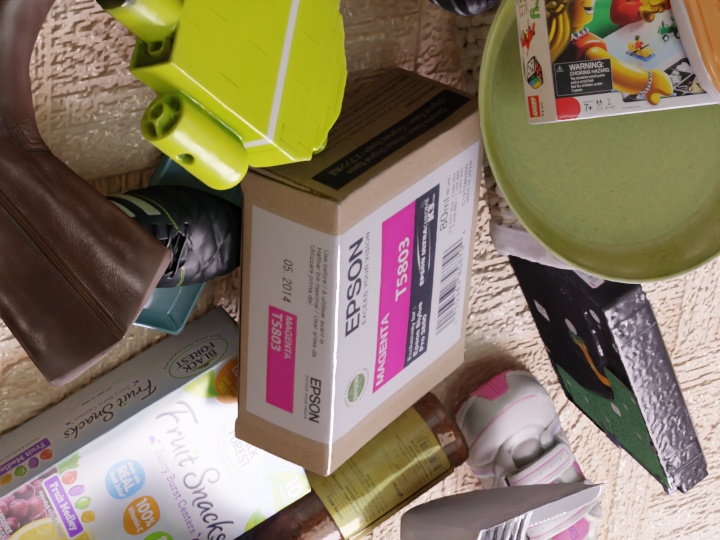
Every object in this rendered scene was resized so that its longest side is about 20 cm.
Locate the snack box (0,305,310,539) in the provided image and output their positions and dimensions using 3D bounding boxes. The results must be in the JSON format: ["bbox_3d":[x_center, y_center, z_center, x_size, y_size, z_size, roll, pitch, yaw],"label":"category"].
[{"bbox_3d":[-0.142,0.133,1.553,0.199,0.053,0.143,-31,133,-15],"label":"snack box"}]

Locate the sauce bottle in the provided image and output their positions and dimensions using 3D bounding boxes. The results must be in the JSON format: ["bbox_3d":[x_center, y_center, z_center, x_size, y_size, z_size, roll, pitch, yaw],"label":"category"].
[{"bbox_3d":[-0.022,0.156,1.645,0.200,0.066,0.066,-33,133,-12],"label":"sauce bottle"}]

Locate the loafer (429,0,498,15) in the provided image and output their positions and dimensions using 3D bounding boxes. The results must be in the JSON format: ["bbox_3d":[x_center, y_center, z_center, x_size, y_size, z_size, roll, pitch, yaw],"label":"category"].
[{"bbox_3d":[0.049,-0.231,1.309,0.070,0.068,0.201,-41,136,-28],"label":"loafer"}]

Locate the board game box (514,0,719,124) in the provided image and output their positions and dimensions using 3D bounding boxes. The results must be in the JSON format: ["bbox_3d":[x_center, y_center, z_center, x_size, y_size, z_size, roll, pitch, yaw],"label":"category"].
[{"bbox_3d":[0.177,-0.152,1.335,0.199,0.035,0.127,-8,94,-25],"label":"board game box"}]

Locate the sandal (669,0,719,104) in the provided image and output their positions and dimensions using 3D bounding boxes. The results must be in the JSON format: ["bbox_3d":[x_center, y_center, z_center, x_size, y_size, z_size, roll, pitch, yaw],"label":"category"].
[{"bbox_3d":[0.191,-0.185,1.289,0.079,0.059,0.208,-27,100,-24],"label":"sandal"}]

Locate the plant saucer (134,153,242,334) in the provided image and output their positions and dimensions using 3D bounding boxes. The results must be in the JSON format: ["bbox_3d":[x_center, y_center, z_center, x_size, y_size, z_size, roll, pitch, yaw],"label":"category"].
[{"bbox_3d":[-0.096,-0.055,1.483,0.070,0.019,0.201,15,111,-40],"label":"plant saucer"}]

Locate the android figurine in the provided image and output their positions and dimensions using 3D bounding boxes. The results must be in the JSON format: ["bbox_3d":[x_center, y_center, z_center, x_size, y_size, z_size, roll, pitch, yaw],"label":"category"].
[{"bbox_3d":[-0.070,-0.135,1.363,0.200,0.041,0.183,36,55,-48],"label":"android figurine"}]

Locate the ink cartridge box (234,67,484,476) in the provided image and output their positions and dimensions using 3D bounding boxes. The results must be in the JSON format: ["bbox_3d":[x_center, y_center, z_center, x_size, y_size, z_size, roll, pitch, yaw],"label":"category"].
[{"bbox_3d":[0.000,0.000,1.508,0.165,0.075,0.201,-38,141,-45],"label":"ink cartridge box"}]

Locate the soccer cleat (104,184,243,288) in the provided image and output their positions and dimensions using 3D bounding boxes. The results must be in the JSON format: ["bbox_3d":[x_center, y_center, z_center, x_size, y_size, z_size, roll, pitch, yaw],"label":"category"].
[{"bbox_3d":[-0.147,-0.012,1.416,0.199,0.081,0.068,4,116,-27],"label":"soccer cleat"}]

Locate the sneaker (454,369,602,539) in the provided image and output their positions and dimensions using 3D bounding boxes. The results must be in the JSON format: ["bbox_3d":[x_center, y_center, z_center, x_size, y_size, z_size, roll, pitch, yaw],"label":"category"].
[{"bbox_3d":[0.128,0.152,1.729,0.081,0.088,0.200,-35,133,-10],"label":"sneaker"}]

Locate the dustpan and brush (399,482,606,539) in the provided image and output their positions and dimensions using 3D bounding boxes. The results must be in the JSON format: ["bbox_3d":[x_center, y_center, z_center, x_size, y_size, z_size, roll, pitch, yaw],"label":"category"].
[{"bbox_3d":[0.055,0.185,1.663,0.139,0.199,0.058,-14,97,-47],"label":"dustpan and brush"}]

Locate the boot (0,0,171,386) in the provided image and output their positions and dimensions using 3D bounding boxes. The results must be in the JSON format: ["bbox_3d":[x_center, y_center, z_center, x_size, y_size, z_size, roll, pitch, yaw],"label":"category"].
[{"bbox_3d":[-0.156,-0.062,1.309,0.187,0.200,0.064,-49,160,13],"label":"boot"}]

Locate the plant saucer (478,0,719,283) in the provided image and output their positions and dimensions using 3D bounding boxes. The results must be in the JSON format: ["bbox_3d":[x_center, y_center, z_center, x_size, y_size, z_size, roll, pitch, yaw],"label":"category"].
[{"bbox_3d":[0.148,-0.094,1.360,0.199,0.031,0.201,-1,92,-24],"label":"plant saucer"}]

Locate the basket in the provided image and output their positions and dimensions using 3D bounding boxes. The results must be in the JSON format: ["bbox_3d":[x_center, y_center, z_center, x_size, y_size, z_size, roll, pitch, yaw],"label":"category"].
[{"bbox_3d":[0.190,-0.104,1.499,0.199,0.198,0.162,-18,102,-22],"label":"basket"}]

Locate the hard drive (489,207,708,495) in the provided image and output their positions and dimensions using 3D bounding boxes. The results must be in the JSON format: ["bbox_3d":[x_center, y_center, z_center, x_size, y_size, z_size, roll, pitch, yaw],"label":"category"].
[{"bbox_3d":[0.162,0.048,1.648,0.038,0.140,0.200,-34,132,-10],"label":"hard drive"}]
